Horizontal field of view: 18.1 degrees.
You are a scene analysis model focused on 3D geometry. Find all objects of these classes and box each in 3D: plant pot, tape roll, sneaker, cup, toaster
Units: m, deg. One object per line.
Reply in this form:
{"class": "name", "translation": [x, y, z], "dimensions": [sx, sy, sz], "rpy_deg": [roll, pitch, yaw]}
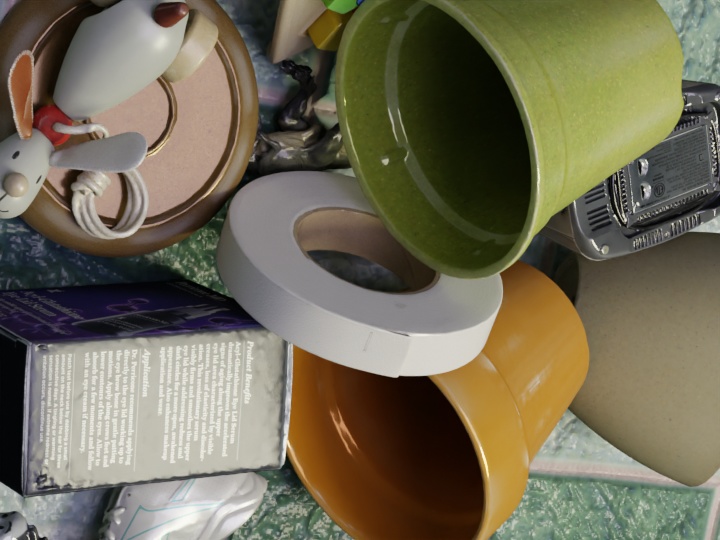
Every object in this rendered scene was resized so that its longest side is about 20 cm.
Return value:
{"class": "plant pot", "translation": [-0.158, -0.108, 1.516], "dimensions": [0.199, 0.027, 0.202], "rpy_deg": [-3, 97, -22]}
{"class": "plant pot", "translation": [0.067, 0.086, 1.657], "dimensions": [0.183, 0.199, 0.201], "rpy_deg": [-36, 120, -40]}
{"class": "tape roll", "translation": [0.000, 0.000, 1.544], "dimensions": [0.202, 0.203, 0.037], "rpy_deg": [-1, 126, -34]}
{"class": "sneaker", "translation": [-0.160, 0.193, 1.600], "dimensions": [0.200, 0.070, 0.080], "rpy_deg": [-45, 106, -19]}
{"class": "cup", "translation": [0.218, 0.052, 1.756], "dimensions": [0.142, 0.200, 0.202], "rpy_deg": [17, 92, -9]}
{"class": "toaster", "translation": [0.201, -0.088, 1.727], "dimensions": [0.199, 0.129, 0.114], "rpy_deg": [-22, 114, -27]}
{"class": "plant pot", "translation": [0.115, -0.119, 1.534], "dimensions": [0.183, 0.200, 0.202], "rpy_deg": [-24, 114, -34]}

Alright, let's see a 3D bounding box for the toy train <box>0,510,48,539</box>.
{"class": "toy train", "translation": [-0.245, 0.253, 1.517], "dimensions": [0.113, 0.085, 0.201], "rpy_deg": [-11, 109, 5]}

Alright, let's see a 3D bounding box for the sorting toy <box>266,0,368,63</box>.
{"class": "sorting toy", "translation": [0.028, -0.203, 1.528], "dimensions": [0.184, 0.200, 0.037], "rpy_deg": [-27, 84, -12]}

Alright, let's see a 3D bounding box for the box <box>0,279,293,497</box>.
{"class": "box", "translation": [-0.166, 0.075, 1.509], "dimensions": [0.199, 0.148, 0.105], "rpy_deg": [-4, 104, -34]}

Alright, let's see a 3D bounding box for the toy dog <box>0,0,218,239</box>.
{"class": "toy dog", "translation": [-0.165, -0.117, 1.445], "dimensions": [0.131, 0.096, 0.201], "rpy_deg": [19, 89, -22]}

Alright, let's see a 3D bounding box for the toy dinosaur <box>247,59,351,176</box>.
{"class": "toy dinosaur", "translation": [-0.030, -0.100, 1.619], "dimensions": [0.199, 0.047, 0.089], "rpy_deg": [3, 117, -33]}
